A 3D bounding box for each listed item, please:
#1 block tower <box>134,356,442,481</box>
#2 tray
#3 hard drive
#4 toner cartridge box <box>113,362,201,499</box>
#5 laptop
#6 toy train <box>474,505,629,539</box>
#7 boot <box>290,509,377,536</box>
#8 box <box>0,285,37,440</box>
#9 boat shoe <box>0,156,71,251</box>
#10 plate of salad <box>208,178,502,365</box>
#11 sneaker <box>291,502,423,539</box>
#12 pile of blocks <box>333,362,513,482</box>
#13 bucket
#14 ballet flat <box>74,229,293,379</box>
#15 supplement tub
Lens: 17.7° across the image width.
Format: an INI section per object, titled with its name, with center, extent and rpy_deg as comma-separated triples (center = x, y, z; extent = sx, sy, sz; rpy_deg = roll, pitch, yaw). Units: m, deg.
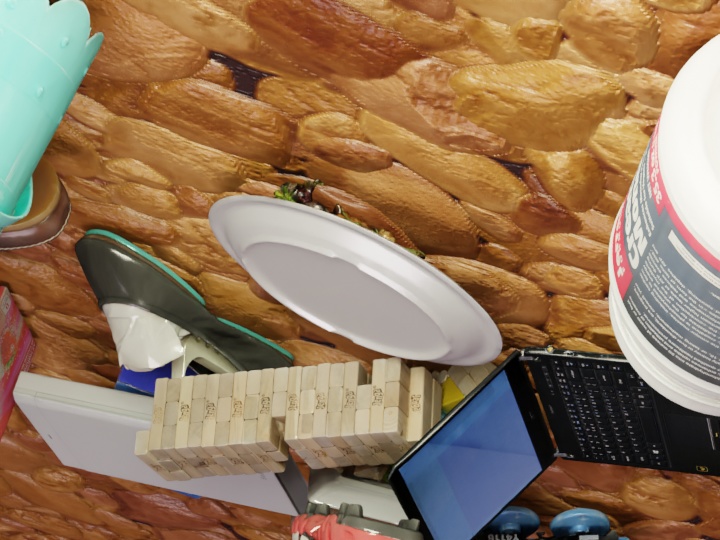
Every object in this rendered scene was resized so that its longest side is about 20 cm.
[block tower]
center = -0.048, 0.099, 1.532
extent = 0.199, 0.058, 0.054
rpy_deg = -7, 151, 21
[tray]
center = 0.016, 0.157, 1.684
extent = 0.107, 0.022, 0.200
rpy_deg = 15, -177, -1
[hard drive]
center = -0.146, 0.129, 1.721
extent = 0.199, 0.026, 0.132
rpy_deg = 10, 154, 19
[toner cartridge box]
center = -0.147, 0.114, 1.773
extent = 0.095, 0.043, 0.200
rpy_deg = 21, 156, -3
[laptop]
center = 0.138, 0.132, 1.516
extent = 0.199, 0.104, 0.177
rpy_deg = 5, 155, 16
[toy train]
center = 0.113, 0.235, 1.747
extent = 0.199, 0.087, 0.115
rpy_deg = -2, 144, 1
[boot]
center = 0.032, 0.240, 1.880
extent = 0.154, 0.074, 0.200
rpy_deg = 8, 157, 13
[box]
center = -0.322, 0.110, 1.695
extent = 0.094, 0.201, 0.103
rpy_deg = 12, 155, 13
[boat shoe]
center = -0.261, -0.047, 1.487
extent = 0.199, 0.071, 0.070
rpy_deg = 13, 150, 32
[plate of salad]
center = 0.000, 0.000, 1.427
extent = 0.199, 0.048, 0.200
rpy_deg = 24, 162, 9
[sneaker]
center = -0.012, 0.208, 1.542
extent = 0.070, 0.099, 0.200
rpy_deg = 15, 172, -10
[pile of blocks]
center = 0.045, 0.112, 1.587
extent = 0.062, 0.082, 0.200
rpy_deg = 31, 152, -26
[bucket]
center = -0.252, -0.102, 1.238
extent = 0.206, 0.135, 0.207
rpy_deg = 20, 168, 4
[ballet flat]
center = -0.122, 0.048, 1.585
extent = 0.200, 0.069, 0.068
rpy_deg = 35, 153, -31
[supplement tub]
center = 0.198, -0.021, 1.130
extent = 0.140, 0.141, 0.200
rpy_deg = 17, 155, 3
